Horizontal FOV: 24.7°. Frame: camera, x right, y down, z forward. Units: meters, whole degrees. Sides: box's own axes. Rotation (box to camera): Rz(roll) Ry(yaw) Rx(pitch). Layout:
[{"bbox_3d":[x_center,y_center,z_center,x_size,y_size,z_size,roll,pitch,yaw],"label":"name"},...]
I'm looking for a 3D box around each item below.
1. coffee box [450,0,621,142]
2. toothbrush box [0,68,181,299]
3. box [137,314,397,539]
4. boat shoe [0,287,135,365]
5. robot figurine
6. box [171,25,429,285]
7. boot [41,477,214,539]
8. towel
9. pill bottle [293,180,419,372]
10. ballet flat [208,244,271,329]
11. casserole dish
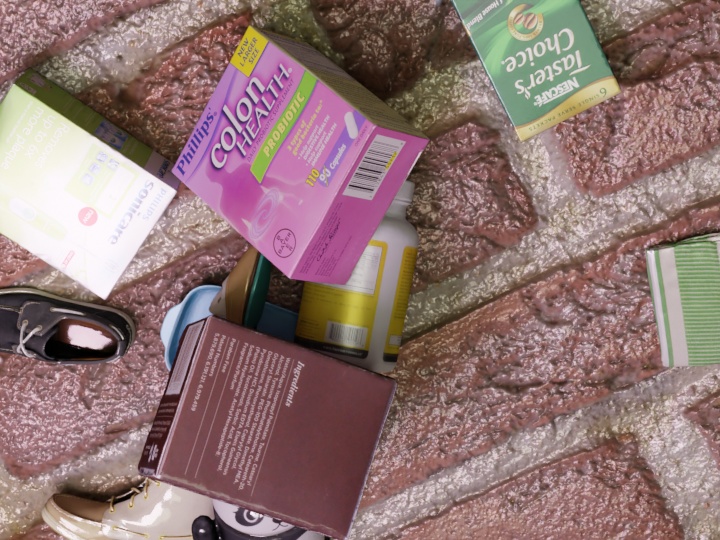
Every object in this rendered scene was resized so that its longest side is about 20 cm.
[{"bbox_3d":[0.174,-0.247,1.688,0.122,0.044,0.201,-25,106,8],"label":"coffee box"},{"bbox_3d":[-0.307,-0.091,1.720,0.199,0.086,0.146,34,105,-11],"label":"toothbrush box"},{"bbox_3d":[-0.096,0.155,1.627,0.199,0.166,0.165,20,80,-11],"label":"box"},{"bbox_3d":[-0.347,0.065,1.781,0.198,0.068,0.072,7,109,0],"label":"boat shoe"},{"bbox_3d":[-0.096,0.273,1.795,0.124,0.151,0.201,17,138,22],"label":"robot figurine"},{"bbox_3d":[-0.063,-0.116,1.650,0.200,0.096,0.177,41,109,32],"label":"box"},{"bbox_3d":[-0.241,0.244,1.833,0.199,0.072,0.155,19,108,-12],"label":"boot"},{"bbox_3d":[0.416,0.024,1.785,0.199,0.023,0.154,-11,108,2],"label":"towel"},{"bbox_3d":[0.000,0.000,1.721,0.111,0.112,0.201,11,91,-3],"label":"pill bottle"},{"bbox_3d":[-0.135,0.062,1.741,0.063,0.069,0.201,10,106,12],"label":"ballet flat"},{"bbox_3d":[-0.120,0.084,1.799,0.199,0.039,0.122,20,106,-7],"label":"casserole dish"}]
